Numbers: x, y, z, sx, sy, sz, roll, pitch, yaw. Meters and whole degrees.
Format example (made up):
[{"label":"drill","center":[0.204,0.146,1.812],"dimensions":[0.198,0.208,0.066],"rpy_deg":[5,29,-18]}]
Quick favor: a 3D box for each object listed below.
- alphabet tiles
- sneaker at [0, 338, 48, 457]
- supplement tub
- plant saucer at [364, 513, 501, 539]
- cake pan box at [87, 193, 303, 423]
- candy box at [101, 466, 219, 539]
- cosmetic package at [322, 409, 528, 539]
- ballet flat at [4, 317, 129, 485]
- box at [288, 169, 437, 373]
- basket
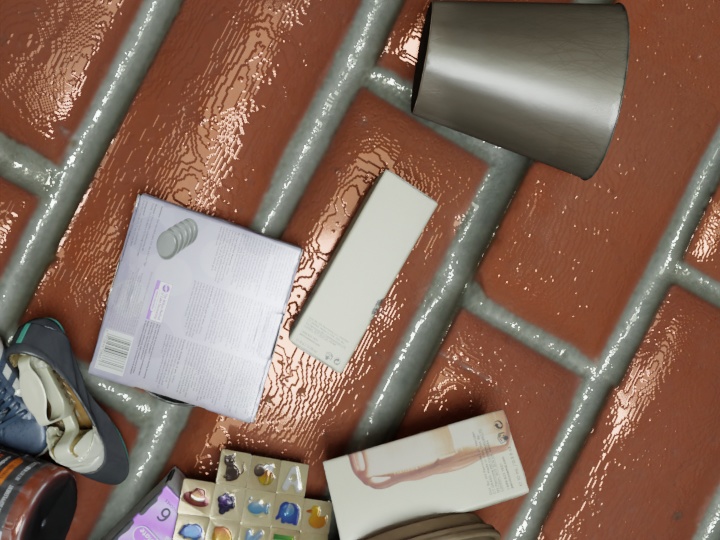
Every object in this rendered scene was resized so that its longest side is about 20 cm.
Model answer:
[{"label":"alphabet tiles","center":[-0.113,0.294,0.754],"dimensions":[0.162,0.006,0.206],"rpy_deg":[14,73,-19]},{"label":"sneaker","center":[-0.383,0.107,0.745],"dimensions":[0.074,0.084,0.203],"rpy_deg":[-31,95,-4]},{"label":"supplement tub","center":[-0.390,0.222,0.728],"dimensions":[0.194,0.107,0.110],"rpy_deg":[13,91,8]},{"label":"plant saucer","center":[0.048,0.292,0.759],"dimensions":[0.194,0.202,0.030],"rpy_deg":[-14,60,-6]},{"label":"cake pan box","center":[-0.171,0.044,0.783],"dimensions":[0.179,0.052,0.206],"rpy_deg":[16,90,-4]},{"label":"candy box","center":[-0.214,0.346,0.777],"dimensions":[0.200,0.072,0.168],"rpy_deg":[-43,96,-4]},{"label":"cosmetic package","center":[0.064,0.221,0.779],"dimensions":[0.195,0.104,0.089],"rpy_deg":[-15,71,-7]},{"label":"ballet flat","center":[-0.296,0.147,0.741],"dimensions":[0.071,0.073,0.205],"rpy_deg":[-20,110,-5]},{"label":"box","center":[0.000,0.000,0.784],"dimensions":[0.067,0.082,0.203],"rpy_deg":[31,90,-5]},{"label":"basket","center":[0.157,-0.201,0.771],"dimensions":[0.194,0.136,0.186],"rpy_deg":[9,87,-2]}]
